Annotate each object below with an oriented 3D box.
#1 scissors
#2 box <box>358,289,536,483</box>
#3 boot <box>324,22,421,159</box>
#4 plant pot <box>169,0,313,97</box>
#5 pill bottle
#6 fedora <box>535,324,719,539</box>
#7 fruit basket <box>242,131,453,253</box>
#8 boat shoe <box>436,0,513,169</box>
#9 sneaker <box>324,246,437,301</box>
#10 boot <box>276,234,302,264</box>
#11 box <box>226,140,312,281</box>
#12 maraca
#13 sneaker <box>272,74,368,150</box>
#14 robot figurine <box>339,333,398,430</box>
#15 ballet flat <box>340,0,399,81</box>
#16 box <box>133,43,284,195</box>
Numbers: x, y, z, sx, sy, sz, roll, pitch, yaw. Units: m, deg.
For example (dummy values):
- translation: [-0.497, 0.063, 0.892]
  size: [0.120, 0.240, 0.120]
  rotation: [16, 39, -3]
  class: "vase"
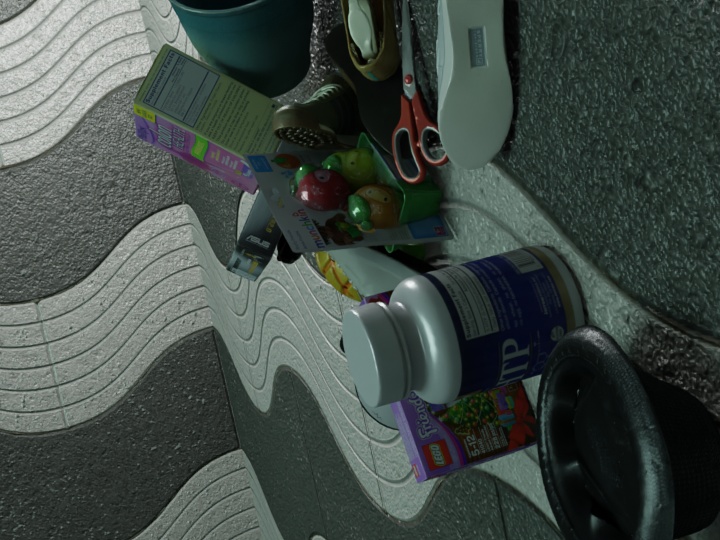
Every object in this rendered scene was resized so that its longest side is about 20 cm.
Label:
- translation: [0.049, -0.197, 1.054]
  size: [0.073, 0.014, 0.201]
  rotation: [-22, 81, 34]
  class: "scissors"
- translation: [0.093, 0.108, 1.013]
  size: [0.039, 0.136, 0.201]
  rotation: [120, 133, -66]
  class: "box"
- translation: [0.029, -0.204, 1.128]
  size: [0.201, 0.073, 0.075]
  rotation: [62, -173, 27]
  class: "boot"
- translation: [-0.151, -0.352, 1.335]
  size: [0.188, 0.199, 0.201]
  rotation: [73, 171, -52]
  class: "plant pot"
- translation: [0.091, 0.055, 0.873]
  size: [0.120, 0.199, 0.120]
  rotation: [166, 90, -73]
  class: "pill bottle"
- translation: [0.210, 0.138, 0.727]
  size: [0.201, 0.091, 0.202]
  rotation: [180, 90, -75]
  class: "fedora"
- translation: [-0.014, -0.092, 1.092]
  size: [0.186, 0.199, 0.094]
  rotation: [61, 141, 42]
  class: "fruit basket"
- translation: [0.099, -0.196, 0.888]
  size: [0.069, 0.072, 0.201]
  rotation: [-92, -9, -60]
  class: "boat shoe"
- translation: [0.000, 0.000, 1.137]
  size: [0.199, 0.073, 0.085]
  rotation: [31, 112, 8]
  class: "sneaker"
- translation: [-0.077, -0.083, 1.349]
  size: [0.200, 0.069, 0.175]
  rotation: [121, 174, -64]
  class: "boot"
- translation: [-0.124, -0.078, 1.289]
  size: [0.200, 0.048, 0.159]
  rotation: [143, 150, -74]
  class: "box"
- translation: [0.016, -0.014, 1.222]
  size: [0.200, 0.107, 0.138]
  rotation: [35, 129, 35]
  class: "maraca"
- translation: [-0.043, -0.197, 1.173]
  size: [0.067, 0.200, 0.090]
  rotation: [-5, 84, 30]
  class: "sneaker"
- translation: [0.055, 0.127, 1.137]
  size: [0.200, 0.149, 0.126]
  rotation: [84, 178, -81]
  class: "robot figurine"
- translation: [0.005, -0.313, 1.059]
  size: [0.063, 0.068, 0.201]
  rotation: [-15, -87, -66]
  class: "ballet flat"
- translation: [-0.212, -0.208, 1.360]
  size: [0.097, 0.199, 0.176]
  rotation: [-64, 8, -11]
  class: "box"
